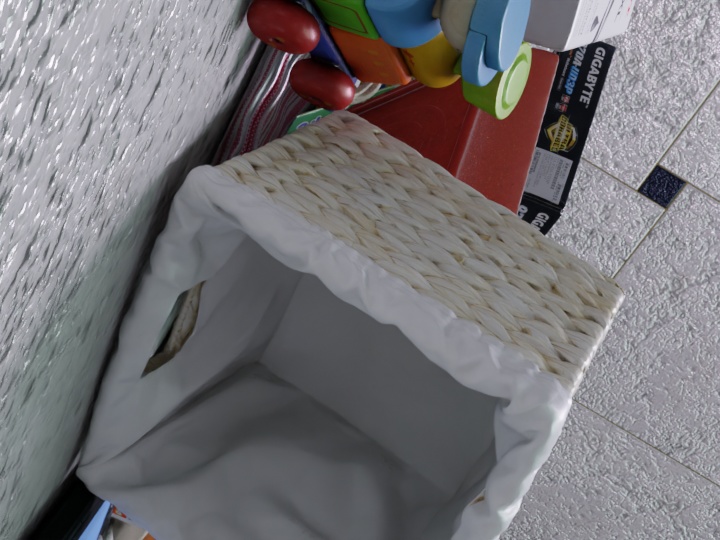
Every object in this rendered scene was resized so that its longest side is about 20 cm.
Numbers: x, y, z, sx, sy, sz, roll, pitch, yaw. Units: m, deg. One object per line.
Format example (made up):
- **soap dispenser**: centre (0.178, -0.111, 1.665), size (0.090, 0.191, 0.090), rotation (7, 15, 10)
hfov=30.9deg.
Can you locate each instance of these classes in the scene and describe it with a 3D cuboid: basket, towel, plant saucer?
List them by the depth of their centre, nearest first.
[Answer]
- **basket**: centre (0.000, 0.056, 0.649), size (0.161, 0.200, 0.199), rotation (-38, 158, -55)
- **towel**: centre (-0.051, -0.077, 0.757), size (0.200, 0.030, 0.147), rotation (116, -2, -78)
- **plant saucer**: centre (0.014, -0.056, 0.797), size (0.199, 0.037, 0.200), rotation (-19, -148, 33)

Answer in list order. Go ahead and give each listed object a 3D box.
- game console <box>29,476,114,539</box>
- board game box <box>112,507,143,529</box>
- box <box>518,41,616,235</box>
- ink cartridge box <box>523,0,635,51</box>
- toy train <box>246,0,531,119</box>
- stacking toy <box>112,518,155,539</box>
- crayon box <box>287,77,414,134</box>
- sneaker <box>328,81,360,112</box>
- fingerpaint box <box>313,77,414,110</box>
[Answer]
- **game console**: centre (-0.130, 0.206, 0.682), size (0.200, 0.116, 0.176), rotation (-68, -177, -73)
- **board game box**: centre (-0.112, 0.066, 0.896), size (0.200, 0.035, 0.127), rotation (-66, -179, -57)
- **box**: centre (0.142, -0.083, 1.098), size (0.200, 0.046, 0.159), rotation (115, -3, -66)
- **ink cartridge box**: centre (0.144, -0.235, 0.884), size (0.200, 0.084, 0.147), rotation (-31, 138, -63)
- **toy train**: centre (0.031, -0.106, 0.633), size (0.085, 0.115, 0.200), rotation (-65, 163, -8)
- **stacking toy**: centre (-0.077, 0.201, 1.007), size (0.146, 0.200, 0.146), rotation (-53, -173, 10)
- **crayon box**: centre (-0.016, -0.057, 1.062), size (0.125, 0.052, 0.200), rotation (-22, 153, -30)
- **sneaker**: centre (0.029, -0.189, 0.862), size (0.077, 0.085, 0.201), rotation (-66, -179, -69)
- **fingerpaint box**: centre (0.040, -0.116, 1.129), size (0.200, 0.166, 0.074), rotation (115, -4, -50)
